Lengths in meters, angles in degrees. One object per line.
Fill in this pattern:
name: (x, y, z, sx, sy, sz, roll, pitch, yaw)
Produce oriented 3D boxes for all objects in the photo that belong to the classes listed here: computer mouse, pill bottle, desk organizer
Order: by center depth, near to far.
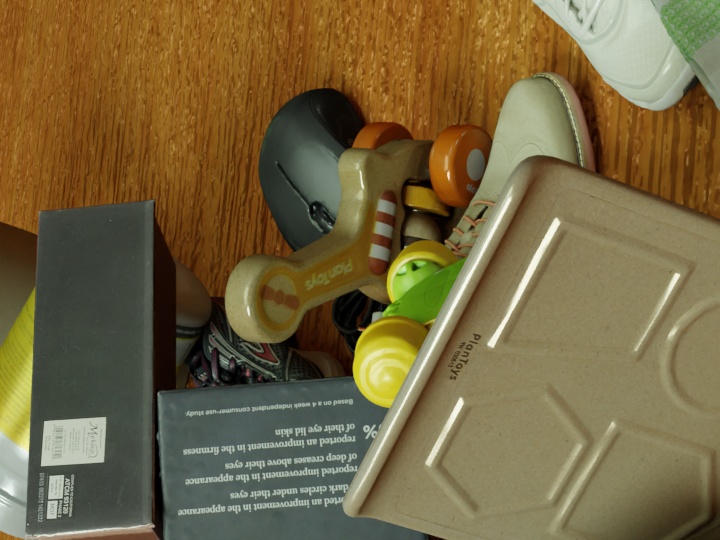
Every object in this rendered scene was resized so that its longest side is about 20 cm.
desk organizer: (-0.145, 0.067, 0.926, 0.077, 0.071, 0.202, 78, -172, -62)
computer mouse: (-0.022, -0.055, 1.061, 0.139, 0.052, 0.201, -63, 37, 26)
pill bottle: (-0.192, 0.077, 1.078, 0.201, 0.111, 0.112, -57, 38, 13)

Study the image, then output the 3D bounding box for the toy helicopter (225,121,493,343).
toy helicopter: (0.000, 0.000, 0.895, 0.078, 0.199, 0.134, 7, 113, 41)

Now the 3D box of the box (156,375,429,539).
box: (-0.032, 0.164, 0.897, 0.104, 0.146, 0.203, 77, -170, -80)

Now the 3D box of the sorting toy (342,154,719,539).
sorting toy: (0.111, 0.053, 0.703, 0.186, 0.198, 0.037, -64, 23, 24)

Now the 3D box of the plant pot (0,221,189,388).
plant pot: (-0.237, 0.057, 1.227, 0.187, 0.198, 0.190, -17, 69, 54)

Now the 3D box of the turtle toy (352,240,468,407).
turtle toy: (0.090, 0.030, 0.778, 0.198, 0.146, 0.102, -21, 105, 18)

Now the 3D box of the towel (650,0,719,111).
towel: (0.198, -0.167, 0.753, 0.149, 0.031, 0.201, -40, 45, 19)

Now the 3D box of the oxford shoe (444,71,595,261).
oxford shoe: (0.079, -0.013, 0.877, 0.071, 0.073, 0.203, 0, 82, 56)

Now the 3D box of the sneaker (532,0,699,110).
sneaker: (0.115, -0.156, 0.853, 0.076, 0.080, 0.201, -59, 41, 27)

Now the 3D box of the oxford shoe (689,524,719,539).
oxford shoe: (0.123, 0.157, 0.677, 0.073, 0.199, 0.085, 47, 160, 35)

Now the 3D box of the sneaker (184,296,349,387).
sneaker: (-0.071, 0.079, 1.083, 0.200, 0.074, 0.081, 35, 111, 53)
